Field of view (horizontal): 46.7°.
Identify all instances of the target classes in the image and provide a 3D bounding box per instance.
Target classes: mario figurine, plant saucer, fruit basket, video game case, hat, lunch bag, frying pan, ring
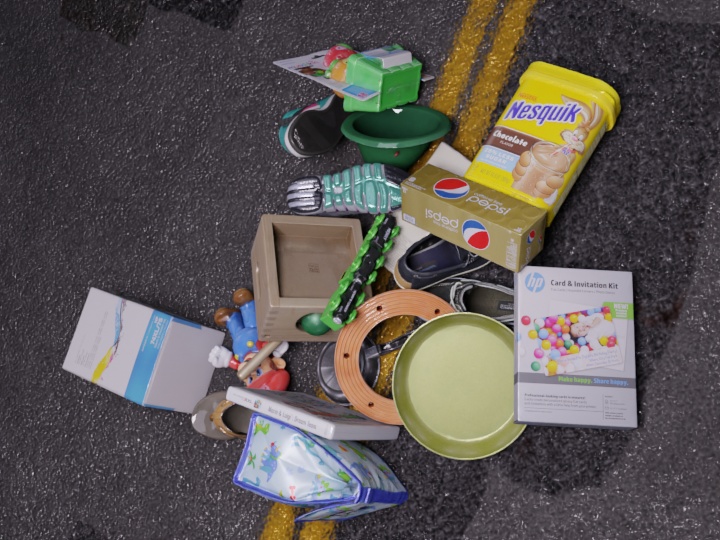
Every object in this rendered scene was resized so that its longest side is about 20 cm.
[{"bbox_3d":[-0.179,0.124,1.319,0.202,0.104,0.125,61,151,34],"label":"mario figurine"},{"bbox_3d":[0.142,0.156,1.146,0.196,0.031,0.204,1,95,8],"label":"plant saucer"},{"bbox_3d":[-0.008,-0.325,1.328,0.199,0.184,0.095,34,129,29],"label":"fruit basket"},{"bbox_3d":[-0.063,0.203,1.183,0.180,0.199,0.024,14,87,30],"label":"video game case"},{"bbox_3d":[0.049,-0.153,1.319,0.198,0.165,0.179,21,128,37],"label":"hat"},{"bbox_3d":[-0.048,0.286,1.169,0.197,0.170,0.130,11,81,28],"label":"lunch bag"},{"bbox_3d":[0.009,0.145,1.263,0.187,0.031,0.117,-5,74,31],"label":"frying pan"},{"bbox_3d":[0.061,0.122,1.177,0.196,0.019,0.204,-1,107,-3],"label":"ring"}]

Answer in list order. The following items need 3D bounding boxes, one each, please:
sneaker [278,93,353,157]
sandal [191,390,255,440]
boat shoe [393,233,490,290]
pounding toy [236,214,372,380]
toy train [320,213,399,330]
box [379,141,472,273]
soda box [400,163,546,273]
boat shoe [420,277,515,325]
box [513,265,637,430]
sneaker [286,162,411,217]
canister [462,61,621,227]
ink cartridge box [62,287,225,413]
[{"bbox_3d":[-0.092,-0.222,1.351,0.120,0.200,0.084,-23,104,38],"label":"sneaker"},{"bbox_3d":[-0.194,0.240,1.328,0.197,0.054,0.083,11,81,30],"label":"sandal"},{"bbox_3d":[0.138,-0.034,1.188,0.197,0.062,0.075,-26,70,-12],"label":"boat shoe"},{"bbox_3d":[-0.091,0.042,1.245,0.143,0.181,0.203,117,149,-53],"label":"pounding toy"},{"bbox_3d":[0.000,0.000,1.178,0.056,0.042,0.202,-34,23,52],"label":"toy train"},{"bbox_3d":[0.101,-0.083,1.253,0.082,0.068,0.201,41,97,31],"label":"box"},{"bbox_3d":[0.150,-0.074,1.129,0.198,0.065,0.067,28,48,32],"label":"soda box"},{"bbox_3d":[0.155,0.040,1.186,0.197,0.071,0.074,0,75,28],"label":"boat shoe"},{"bbox_3d":[0.277,0.100,1.085,0.153,0.041,0.204,3,74,1],"label":"box"},{"bbox_3d":[-0.008,-0.116,1.258,0.196,0.088,0.076,-1,83,9],"label":"sneaker"},{"bbox_3d":[0.251,-0.175,1.163,0.147,0.087,0.202,26,77,30],"label":"canister"},{"bbox_3d":[-0.362,0.135,1.397,0.197,0.146,0.149,15,84,30],"label":"ink cartridge box"}]
